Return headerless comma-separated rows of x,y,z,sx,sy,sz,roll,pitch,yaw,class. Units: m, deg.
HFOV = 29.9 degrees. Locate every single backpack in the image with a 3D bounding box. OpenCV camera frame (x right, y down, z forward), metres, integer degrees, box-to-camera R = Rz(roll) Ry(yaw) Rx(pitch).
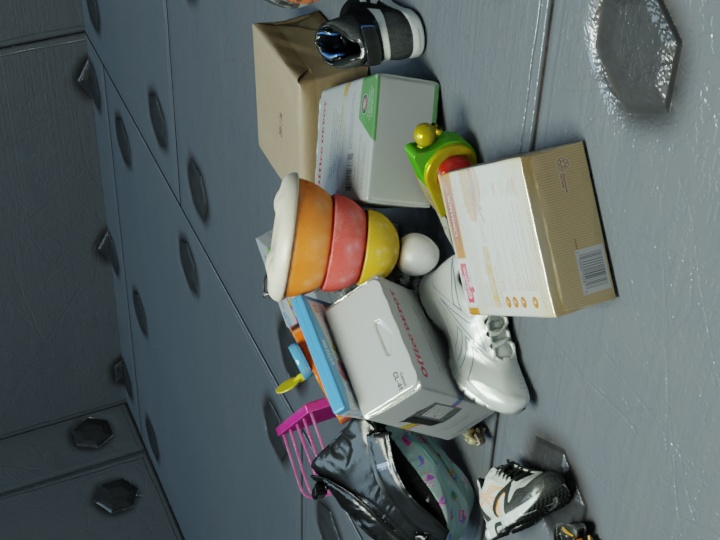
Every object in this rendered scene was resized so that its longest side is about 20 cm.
0.051,0.274,1.721,0.200,0.126,0.167,47,127,10,backpack

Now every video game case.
0.000,0.108,1.561,0.199,0.018,0.145,19,-136,-59,video game case

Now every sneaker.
0.174,0.251,1.527,0.200,0.073,0.081,125,129,-65,sneaker
-0.013,-0.289,1.604,0.200,0.110,0.074,-144,44,-61,sneaker
0.134,0.068,1.515,0.087,0.074,0.202,-50,61,44,sneaker

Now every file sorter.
-0.022,0.253,1.977,0.200,0.137,0.127,134,118,-68,file sorter

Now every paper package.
-0.069,-0.218,1.826,0.191,0.102,0.202,-127,28,-47,paper package

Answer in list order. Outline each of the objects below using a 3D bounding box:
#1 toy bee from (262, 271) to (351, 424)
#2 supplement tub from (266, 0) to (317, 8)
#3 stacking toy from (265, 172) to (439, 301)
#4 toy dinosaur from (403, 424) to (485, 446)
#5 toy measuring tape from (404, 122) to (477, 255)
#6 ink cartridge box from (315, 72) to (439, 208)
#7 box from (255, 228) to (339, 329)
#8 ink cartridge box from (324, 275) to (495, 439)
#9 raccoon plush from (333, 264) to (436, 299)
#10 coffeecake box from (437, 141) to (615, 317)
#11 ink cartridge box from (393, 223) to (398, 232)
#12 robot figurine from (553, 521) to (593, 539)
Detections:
-0.049,0.097,1.699,0.109,0.129,0.203,87,176,-80,toy bee
-0.107,-0.413,1.762,0.200,0.121,0.124,-139,39,-59,supplement tub
-0.006,-0.027,1.538,0.146,0.197,0.149,-172,90,-84,stacking toy
0.084,0.152,1.683,0.048,0.087,0.201,97,151,-52,toy dinosaur
0.108,-0.092,1.516,0.074,0.073,0.201,50,171,50,toy measuring tape
0.015,-0.150,1.616,0.200,0.086,0.148,-176,90,-68,ink cartridge box
-0.067,0.046,1.837,0.200,0.041,0.158,42,154,54,box
0.061,0.104,1.559,0.085,0.199,0.149,-34,62,22,ink cartridge box
0.000,0.000,1.677,0.199,0.098,0.134,33,176,-12,raccoon plush
0.162,-0.037,1.353,0.200,0.072,0.156,178,78,-70,coffeecake box
-0.003,-0.011,1.808,0.200,0.067,0.117,-157,67,-67,ink cartridge box
0.231,0.365,1.469,0.201,0.057,0.146,101,148,-51,robot figurine
